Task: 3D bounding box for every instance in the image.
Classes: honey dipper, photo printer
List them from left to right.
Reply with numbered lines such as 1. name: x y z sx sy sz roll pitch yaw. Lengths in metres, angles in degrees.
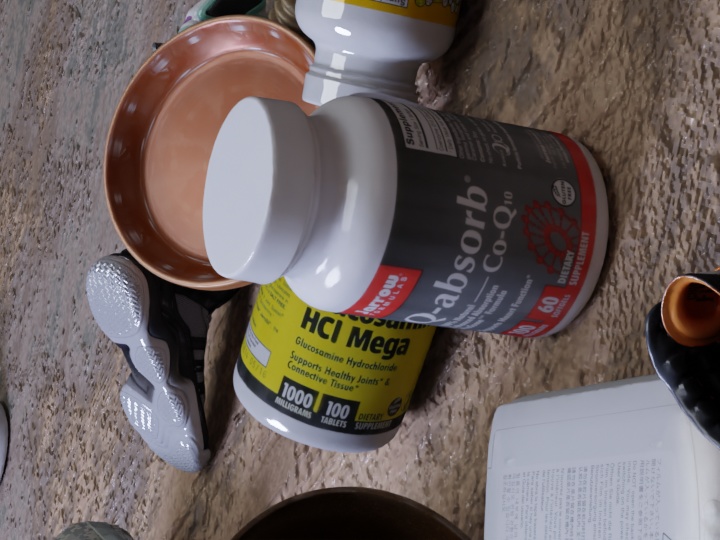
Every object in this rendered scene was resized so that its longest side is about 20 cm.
1. honey dipper: -0.015 -0.232 1.331 0.200 0.038 0.038 -56 37 36
2. photo printer: 0.135 0.132 0.886 0.200 0.069 0.168 -19 66 60

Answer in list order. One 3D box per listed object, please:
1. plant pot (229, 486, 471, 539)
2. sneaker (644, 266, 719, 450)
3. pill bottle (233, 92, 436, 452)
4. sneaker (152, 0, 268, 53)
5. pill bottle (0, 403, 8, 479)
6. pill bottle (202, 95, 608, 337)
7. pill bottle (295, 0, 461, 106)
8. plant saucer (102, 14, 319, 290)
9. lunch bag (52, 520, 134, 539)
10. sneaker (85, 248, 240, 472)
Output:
1. plant pot: -0.024 0.247 1.082 0.200 0.185 0.188 120 148 -61
2. sneaker: 0.179 -0.010 0.787 0.077 0.111 0.202 -31 56 57
3. pill bottle: 0.000 0.000 1.144 0.113 0.112 0.201 52 129 55
4. sneaker: -0.139 -0.163 1.505 0.140 0.077 0.201 56 132 52
5. pill bottle: -0.477 0.178 1.953 0.111 0.199 0.112 -29 57 57
6. pill bottle: 0.023 -0.030 1.007 0.116 0.199 0.117 -26 60 59
7. pill bottle: 0.018 -0.199 1.173 0.104 0.104 0.202 27 108 62
8. plant saucer: -0.096 -0.084 1.353 0.199 0.032 0.202 -7 75 27
9. lunch bag: -0.184 0.288 1.404 0.200 0.138 0.169 18 99 62
10. sneaker: -0.132 0.054 1.441 0.075 0.114 0.201 13 132 40
